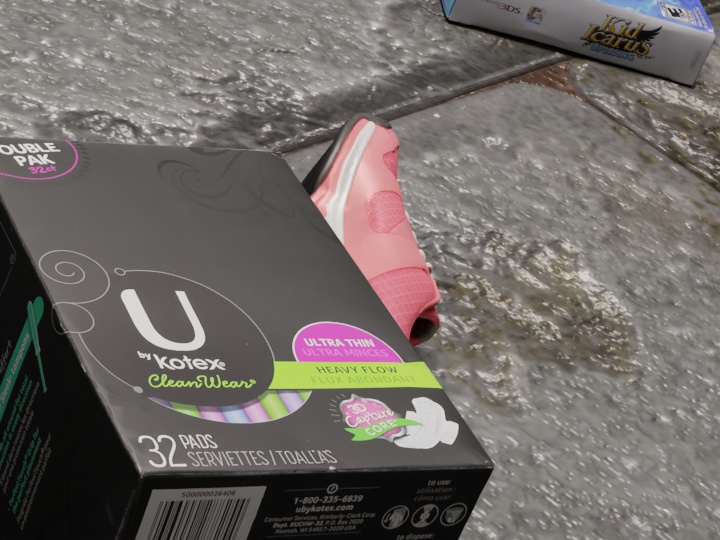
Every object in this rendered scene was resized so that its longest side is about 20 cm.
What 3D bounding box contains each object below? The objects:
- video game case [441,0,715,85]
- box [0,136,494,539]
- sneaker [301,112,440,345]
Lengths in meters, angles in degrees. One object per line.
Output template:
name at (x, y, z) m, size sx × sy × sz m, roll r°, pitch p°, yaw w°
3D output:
video game case at (0.135, -0.215, 1.428) m, size 0.180 × 0.046 × 0.200 m, roll 12°, pitch 32°, yaw -16°
box at (-0.071, 0.055, 0.791) m, size 0.148 × 0.125 × 0.200 m, roll 3°, pitch 35°, yaw -32°
sneaker at (0.000, 0.000, 0.997) m, size 0.087 × 0.074 × 0.201 m, roll 32°, pitch 33°, yaw -10°
